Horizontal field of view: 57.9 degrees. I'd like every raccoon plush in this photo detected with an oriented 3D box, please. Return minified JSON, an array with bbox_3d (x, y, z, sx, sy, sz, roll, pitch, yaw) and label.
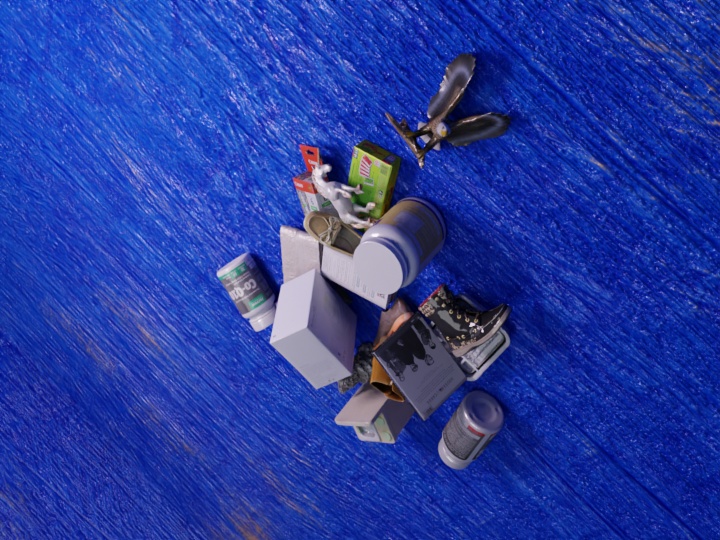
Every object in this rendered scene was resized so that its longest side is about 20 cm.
[{"bbox_3d":[0.022,0.265,1.716,0.197,0.134,0.099,-7,114,40],"label":"raccoon plush"}]

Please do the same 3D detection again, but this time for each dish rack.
[{"bbox_3d":[0.251,0.151,1.529,0.171,0.043,0.201,41,135,9],"label":"dish rack"}]

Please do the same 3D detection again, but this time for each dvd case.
[{"bbox_3d":[0.141,0.225,1.535,0.202,0.149,0.025,53,165,-4],"label":"dvd case"}]

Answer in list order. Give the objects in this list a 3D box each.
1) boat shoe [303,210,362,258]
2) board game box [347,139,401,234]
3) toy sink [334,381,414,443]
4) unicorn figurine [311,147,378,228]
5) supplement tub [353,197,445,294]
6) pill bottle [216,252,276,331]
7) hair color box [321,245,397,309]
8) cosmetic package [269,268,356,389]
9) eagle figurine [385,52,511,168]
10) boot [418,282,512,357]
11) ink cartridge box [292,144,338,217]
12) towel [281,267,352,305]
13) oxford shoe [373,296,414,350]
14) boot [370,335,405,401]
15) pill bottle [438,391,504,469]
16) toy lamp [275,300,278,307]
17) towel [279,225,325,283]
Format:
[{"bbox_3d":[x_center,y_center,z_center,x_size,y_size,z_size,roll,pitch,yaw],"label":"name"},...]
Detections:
[{"bbox_3d":[-0.039,-0.073,1.499,0.199,0.074,0.063,34,177,-15],"label":"boat shoe"},{"bbox_3d":[0.021,-0.181,1.479,0.100,0.048,0.203,30,132,19],"label":"board game box"},{"bbox_3d":[0.046,0.382,1.732,0.128,0.200,0.114,-9,114,39],"label":"toy sink"},{"bbox_3d":[-0.039,-0.166,1.445,0.135,0.074,0.204,9,130,46],"label":"unicorn figurine"},{"bbox_3d":[0.085,-0.054,1.406,0.143,0.200,0.148,19,129,25],"label":"supplement tub"},{"bbox_3d":[-0.313,0.063,1.855,0.112,0.113,0.203,-20,106,43],"label":"pill bottle"},{"bbox_3d":[0.000,0.000,1.609,0.197,0.061,0.101,27,132,21],"label":"hair color box"},{"bbox_3d":[-0.112,0.146,1.639,0.121,0.202,0.200,-25,126,24],"label":"cosmetic package"},{"bbox_3d":[0.174,-0.292,1.254,0.198,0.153,0.151,-35,141,17],"label":"eagle figurine"},{"bbox_3d":[0.226,0.093,1.434,0.151,0.073,0.200,47,140,2],"label":"boot"},{"bbox_3d":[-0.112,-0.190,1.546,0.108,0.050,0.204,26,138,57],"label":"ink cartridge box"},{"bbox_3d":[-0.123,0.038,1.757,0.201,0.023,0.143,50,135,-1],"label":"towel"},{"bbox_3d":[0.078,0.139,1.652,0.201,0.070,0.074,-53,55,48],"label":"oxford shoe"},{"bbox_3d":[0.118,0.256,1.591,0.197,0.147,0.071,21,142,-11],"label":"boot"},{"bbox_3d":[0.272,0.406,1.635,0.113,0.114,0.202,34,134,13],"label":"pill bottle"},{"bbox_3d":[-0.171,0.163,1.856,0.058,0.058,0.202,-24,104,44],"label":"toy lamp"},{"bbox_3d":[-0.151,-0.016,1.702,0.130,0.034,0.204,16,126,27],"label":"towel"}]
